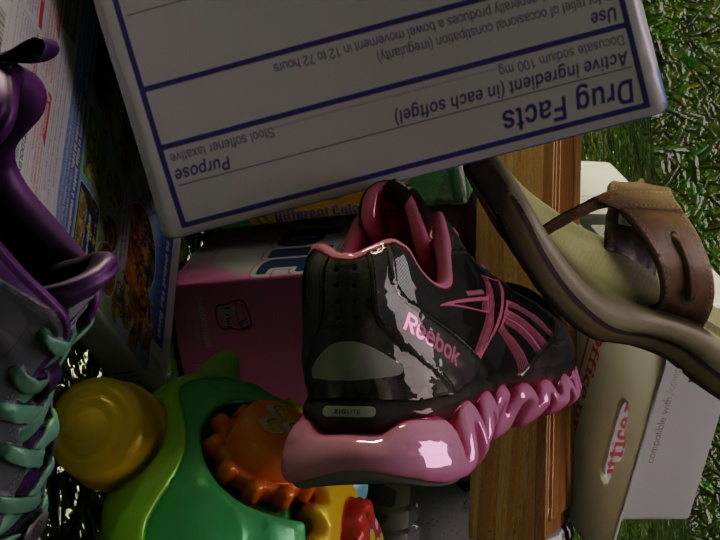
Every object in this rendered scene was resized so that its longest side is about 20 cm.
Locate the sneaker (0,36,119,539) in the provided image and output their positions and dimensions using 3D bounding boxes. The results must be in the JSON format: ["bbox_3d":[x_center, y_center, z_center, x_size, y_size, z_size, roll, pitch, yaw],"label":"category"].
[{"bbox_3d":[-0.103,0.037,0.573,0.074,0.087,0.201,-62,144,-66],"label":"sneaker"}]

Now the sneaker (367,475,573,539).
[{"bbox_3d":[0.049,0.109,1.032,0.075,0.115,0.201,-122,-150,-53],"label":"sneaker"}]

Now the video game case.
[{"bbox_3d":[-0.103,-0.061,0.756,0.200,0.018,0.144,63,25,-56],"label":"video game case"}]

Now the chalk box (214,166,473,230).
[{"bbox_3d":[-0.017,-0.133,0.906,0.124,0.123,0.201,-56,140,-68],"label":"chalk box"}]

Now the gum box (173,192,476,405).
[{"bbox_3d":[0.000,0.000,0.950,0.200,0.113,0.066,-58,141,-68],"label":"gum box"}]

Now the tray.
[{"bbox_3d":[0.073,0.011,0.922,0.099,0.037,0.201,4,86,-79],"label":"tray"}]

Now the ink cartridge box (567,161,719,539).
[{"bbox_3d":[0.117,0.040,1.009,0.200,0.066,0.116,-123,-140,-57],"label":"ink cartridge box"}]

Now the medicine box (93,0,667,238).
[{"bbox_3d":[-0.004,-0.134,0.756,0.103,0.182,0.201,-76,151,-74],"label":"medicine box"}]

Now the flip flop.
[{"bbox_3d":[0.117,-0.001,0.841,0.200,0.058,0.081,29,20,-31],"label":"flip flop"}]

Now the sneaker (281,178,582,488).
[{"bbox_3d":[0.026,0.013,0.747,0.200,0.079,0.096,-25,107,-72],"label":"sneaker"}]

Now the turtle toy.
[{"bbox_3d":[-0.042,0.126,0.759,0.146,0.101,0.201,44,43,-69],"label":"turtle toy"}]
